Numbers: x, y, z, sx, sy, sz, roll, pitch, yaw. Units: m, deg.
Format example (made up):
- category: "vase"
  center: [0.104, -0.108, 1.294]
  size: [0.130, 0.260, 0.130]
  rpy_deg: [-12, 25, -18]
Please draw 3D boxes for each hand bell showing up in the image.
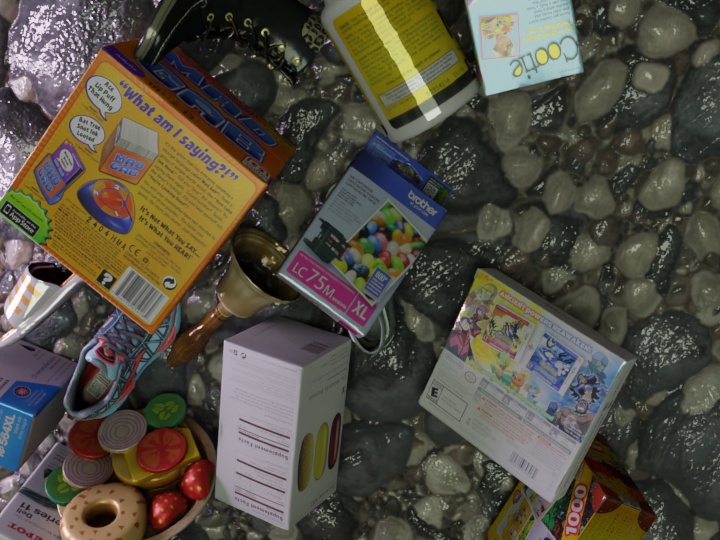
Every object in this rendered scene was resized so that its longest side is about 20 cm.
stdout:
- category: "hand bell"
  center: [-0.167, 0.053, 1.113]
  size: [0.104, 0.104, 0.200]
  rpy_deg: [43, 117, -8]

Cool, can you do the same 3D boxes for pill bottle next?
- category: "pill bottle"
  center: [0.029, -0.245, 0.978]
  size: [0.113, 0.114, 0.201]
  rpy_deg: [-29, 103, 13]

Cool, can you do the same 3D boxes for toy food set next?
- category: "toy food set"
  center: [-0.269, 0.238, 1.120]
  size: [0.198, 0.199, 0.049]
  rpy_deg: [-22, 137, -15]

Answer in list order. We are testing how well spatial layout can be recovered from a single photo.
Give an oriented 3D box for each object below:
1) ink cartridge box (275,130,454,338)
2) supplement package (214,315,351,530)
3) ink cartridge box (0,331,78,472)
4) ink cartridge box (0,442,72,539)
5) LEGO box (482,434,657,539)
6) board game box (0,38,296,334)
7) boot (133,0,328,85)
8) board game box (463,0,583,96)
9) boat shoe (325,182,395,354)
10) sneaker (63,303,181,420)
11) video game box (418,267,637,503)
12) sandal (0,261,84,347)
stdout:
- category: "ink cartridge box"
  center: [0.010, -0.043, 1.041]
  size: [0.119, 0.042, 0.201]
  rpy_deg: [35, 79, -6]
- category: "supplement package"
  center: [-0.090, 0.173, 1.103]
  size: [0.108, 0.113, 0.203]
  rpy_deg: [15, 111, 27]
- category: "ink cartridge box"
  center: [-0.457, 0.134, 1.120]
  size: [0.198, 0.146, 0.085]
  rpy_deg: [23, 109, -3]
- category: "ink cartridge box"
  center: [-0.355, 0.316, 1.139]
  size: [0.145, 0.200, 0.084]
  rpy_deg: [29, 109, -5]
- category: "LEGO box"
  center: [0.234, 0.304, 1.106]
  size: [0.076, 0.149, 0.202]
  rpy_deg: [22, 108, -18]
- category: "board game box"
  center: [-0.214, -0.099, 0.999]
  size: [0.199, 0.200, 0.200]
  rpy_deg: [39, 107, -7]
- category: "boot"
  center: [-0.122, -0.242, 0.962]
  size: [0.153, 0.205, 0.073]
  rpy_deg: [39, 141, -13]
- category: "board game box"
  center: [0.152, -0.293, 0.959]
  size: [0.103, 0.103, 0.203]
  rpy_deg: [-12, 106, 8]
- category: "boat shoe"
  center: [0.000, 0.000, 1.083]
  size: [0.072, 0.062, 0.203]
  rpy_deg: [-9, 105, 11]
- category: "sneaker"
  center: [-0.277, 0.095, 1.107]
  size: [0.079, 0.096, 0.202]
  rpy_deg: [31, 94, 1]
- category: "video game box"
  center: [0.181, 0.124, 1.066]
  size: [0.199, 0.047, 0.184]
  rpy_deg: [34, 113, 29]
- category: "sandal"
  center: [-0.357, 0.006, 1.114]
  size: [0.206, 0.079, 0.059]
  rpy_deg: [-41, 99, 6]
